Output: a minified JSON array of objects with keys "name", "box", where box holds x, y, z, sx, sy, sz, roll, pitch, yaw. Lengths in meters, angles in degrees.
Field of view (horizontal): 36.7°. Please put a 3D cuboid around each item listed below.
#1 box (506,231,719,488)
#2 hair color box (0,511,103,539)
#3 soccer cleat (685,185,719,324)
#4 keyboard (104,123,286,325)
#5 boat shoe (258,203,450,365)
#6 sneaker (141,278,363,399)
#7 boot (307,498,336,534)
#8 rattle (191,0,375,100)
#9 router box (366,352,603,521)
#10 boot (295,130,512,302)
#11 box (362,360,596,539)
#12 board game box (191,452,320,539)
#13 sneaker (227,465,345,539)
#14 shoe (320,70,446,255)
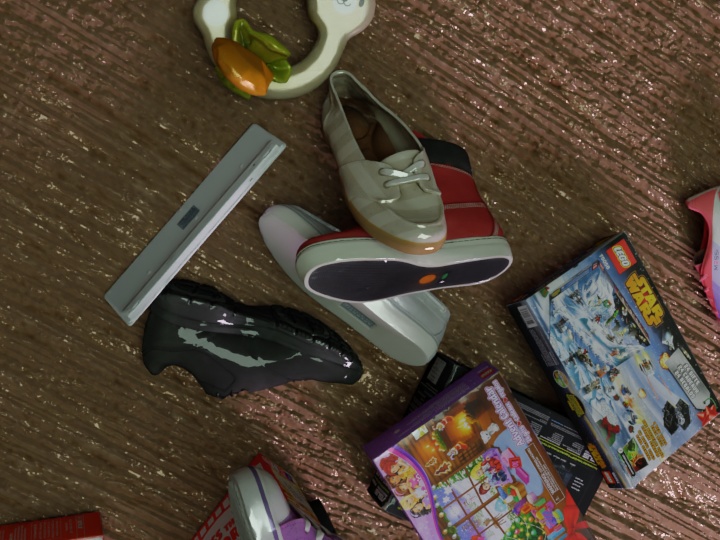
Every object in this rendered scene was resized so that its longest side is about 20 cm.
[{"name":"box","box":[0.241,0.083,1.021,0.137,0.040,0.201,-31,93,-25]},{"name":"hair color box","box":[-0.317,0.274,0.922,0.199,0.061,0.102,-4,100,-16]},{"name":"soccer cleat","box":[0.369,0.012,1.080,0.073,0.068,0.201,-8,106,10]},{"name":"keyboard","box":[-0.142,-0.041,0.923,0.200,0.056,0.011,-49,128,-4]},{"name":"boat shoe","box":[0.000,0.000,0.968,0.200,0.072,0.069,38,59,-7]},{"name":"sneaker","box":[-0.097,0.073,0.953,0.199,0.076,0.091,17,101,-9]},{"name":"boot","box":[-0.078,0.326,0.997,0.162,0.073,0.199,-18,104,-9]},{"name":"rattle","box":[-0.035,-0.223,0.884,0.199,0.143,0.131,-24,86,-5]},{"name":"router box","box":[0.127,0.187,1.033,0.199,0.062,0.150,27,90,-18]},{"name":"boot","box":[0.022,-0.054,0.932,0.199,0.072,0.145,-6,63,-29]},{"name":"box","box":[0.110,0.202,0.977,0.136,0.039,0.201,-34,107,-7]},{"name":"board game box","box":[-0.097,0.255,0.909,0.046,0.200,0.152,38,87,-18]},{"name":"sneaker","box":[-0.018,0.206,0.786,0.114,0.073,0.201,-28,115,-14]},{"name":"shoe","box":[0.014,-0.091,0.888,0.070,0.200,0.054,-13,138,-19]}]
